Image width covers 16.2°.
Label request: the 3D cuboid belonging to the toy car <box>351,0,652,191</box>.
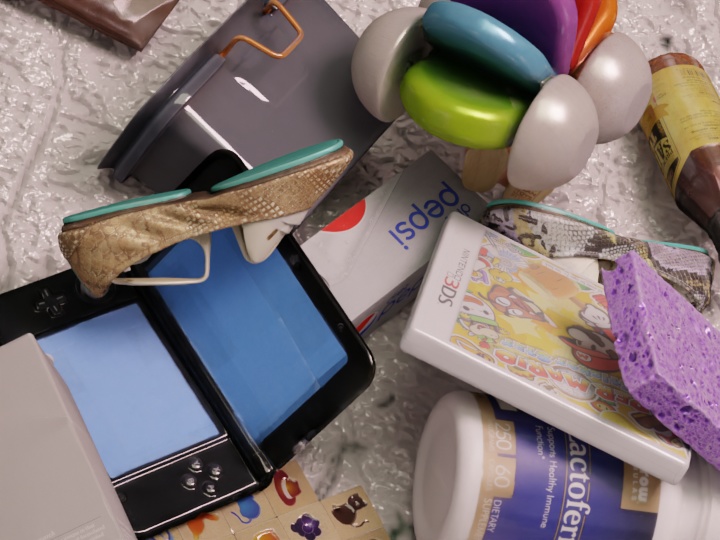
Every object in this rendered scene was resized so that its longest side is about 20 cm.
[{"bbox_3d":[0.105,-0.161,1.731,0.175,0.150,0.200,29,38,19],"label":"toy car"}]

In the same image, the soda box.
[{"bbox_3d":[0.000,0.000,1.761,0.068,0.063,0.200,44,55,13],"label":"soda box"}]

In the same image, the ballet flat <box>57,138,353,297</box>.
[{"bbox_3d":[-0.094,-0.029,1.640,0.200,0.071,0.065,-16,96,7],"label":"ballet flat"}]

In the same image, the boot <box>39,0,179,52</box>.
[{"bbox_3d":[-0.212,-0.265,1.862,0.200,0.064,0.186,17,67,-4],"label":"boot"}]

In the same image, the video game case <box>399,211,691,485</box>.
[{"bbox_3d":[0.132,0.047,1.679,0.200,0.023,0.182,27,28,-2],"label":"video game case"}]

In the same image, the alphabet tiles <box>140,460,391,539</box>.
[{"bbox_3d":[-0.060,0.212,1.635,0.200,0.006,0.166,-19,65,-28],"label":"alphabet tiles"}]

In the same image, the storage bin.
[{"bbox_3d":[-0.061,-0.110,1.777,0.134,0.146,0.200,41,54,-2],"label":"storage bin"}]

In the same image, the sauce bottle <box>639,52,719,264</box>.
[{"bbox_3d":[0.256,-0.077,1.877,0.066,0.066,0.200,1,43,-18],"label":"sauce bottle"}]

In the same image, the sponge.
[{"bbox_3d":[0.232,0.082,1.659,0.200,0.030,0.112,40,29,-35],"label":"sponge"}]

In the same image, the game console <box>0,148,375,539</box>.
[{"bbox_3d":[-0.122,0.046,1.652,0.176,0.116,0.200,-21,64,-30],"label":"game console"}]

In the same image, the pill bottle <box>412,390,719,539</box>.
[{"bbox_3d":[0.144,0.148,1.681,0.200,0.116,0.116,8,56,-14],"label":"pill bottle"}]

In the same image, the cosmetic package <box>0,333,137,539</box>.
[{"bbox_3d":[-0.190,0.151,1.557,0.090,0.107,0.200,-28,65,-4],"label":"cosmetic package"}]

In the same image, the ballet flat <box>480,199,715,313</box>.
[{"bbox_3d":[0.172,0.001,1.798,0.200,0.072,0.072,14,53,-31],"label":"ballet flat"}]

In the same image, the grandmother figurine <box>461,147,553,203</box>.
[{"bbox_3d":[0.107,-0.125,1.857,0.121,0.061,0.200,33,31,-25],"label":"grandmother figurine"}]
